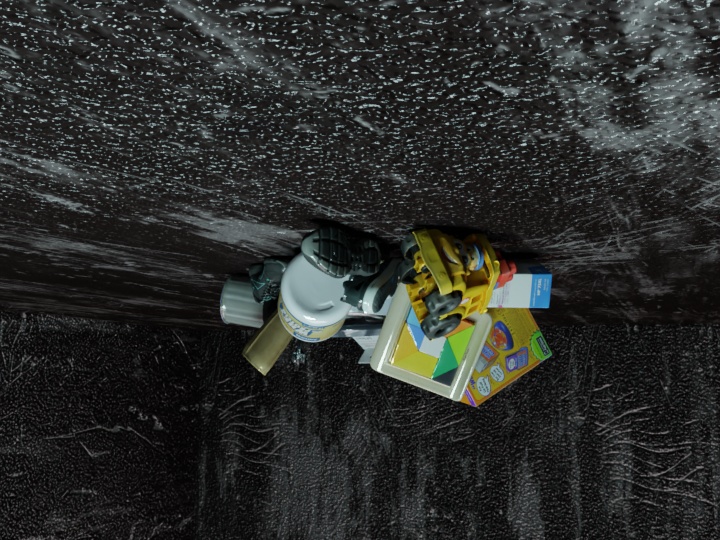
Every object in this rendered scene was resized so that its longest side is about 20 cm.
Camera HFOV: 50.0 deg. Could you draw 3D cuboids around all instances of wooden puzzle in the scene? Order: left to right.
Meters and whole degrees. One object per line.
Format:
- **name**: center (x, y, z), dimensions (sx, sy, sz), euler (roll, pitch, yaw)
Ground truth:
- **wooden puzzle**: center (0.136, 0.140, 1.497), dimensions (0.196, 0.189, 0.037), euler (21, -168, 0)

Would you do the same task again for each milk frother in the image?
- **milk frother**: center (-0.217, 0.122, 1.826), dimensions (0.183, 0.206, 0.180), euler (8, -177, 15)

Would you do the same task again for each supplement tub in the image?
- **supplement tub**: center (-0.088, 0.055, 1.495), dimensions (0.141, 0.149, 0.200), euler (2, 162, -8)

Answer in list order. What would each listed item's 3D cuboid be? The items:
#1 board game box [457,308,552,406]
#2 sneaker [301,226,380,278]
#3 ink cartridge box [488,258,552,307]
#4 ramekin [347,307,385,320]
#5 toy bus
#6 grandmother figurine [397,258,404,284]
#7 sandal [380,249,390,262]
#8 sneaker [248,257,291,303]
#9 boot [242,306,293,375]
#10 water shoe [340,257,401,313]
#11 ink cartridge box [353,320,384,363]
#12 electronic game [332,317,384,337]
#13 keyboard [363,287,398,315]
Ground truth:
- **board game box**: center (0.244, 0.138, 1.638), dimensions (0.197, 0.203, 0.200), euler (-30, -177, -12)
- **sneaker**: center (-0.044, -0.022, 1.241), dimensions (0.078, 0.078, 0.199), euler (-1, 172, 31)
- **ink cartridge box**: center (0.252, 0.021, 1.470), dimensions (0.194, 0.069, 0.116), euler (1, -165, -5)
- **ramekin**: center (-0.013, 0.063, 1.825), dimensions (0.195, 0.101, 0.201), euler (0, 172, 0)
- **toy bus**: center (0.170, 0.005, 1.274), dimensions (0.188, 0.138, 0.201), euler (-18, 154, -8)
- **grandmother figurine**: center (0.120, -0.006, 1.478), dimensions (0.119, 0.062, 0.198), euler (17, 167, -35)
- **sandal**: center (-0.001, 0.000, 1.499), dimensions (0.078, 0.059, 0.201), euler (-2, 171, -17)
- **sneaker**: center (-0.179, 0.021, 1.608), dimensions (0.074, 0.082, 0.199), euler (6, 169, -23)
- **boot**: center (-0.186, 0.104, 1.659), dimensions (0.066, 0.201, 0.174), euler (42, 174, -31)
- **water shoe**: center (0.020, 0.015, 1.371), dimensions (0.077, 0.073, 0.200), euler (16, -164, 11)
- **ink cartridge box**: center (0.052, 0.131, 1.932), dimensions (0.116, 0.202, 0.067), euler (-10, 133, 49)
- **electronic game**: center (-0.015, 0.130, 1.781), dimensions (0.194, 0.043, 0.200), euler (-2, 178, 0)
- **keyboard**: center (0.105, 0.065, 1.510), dimensions (0.194, 0.058, 0.011), euler (5, -167, 0)
